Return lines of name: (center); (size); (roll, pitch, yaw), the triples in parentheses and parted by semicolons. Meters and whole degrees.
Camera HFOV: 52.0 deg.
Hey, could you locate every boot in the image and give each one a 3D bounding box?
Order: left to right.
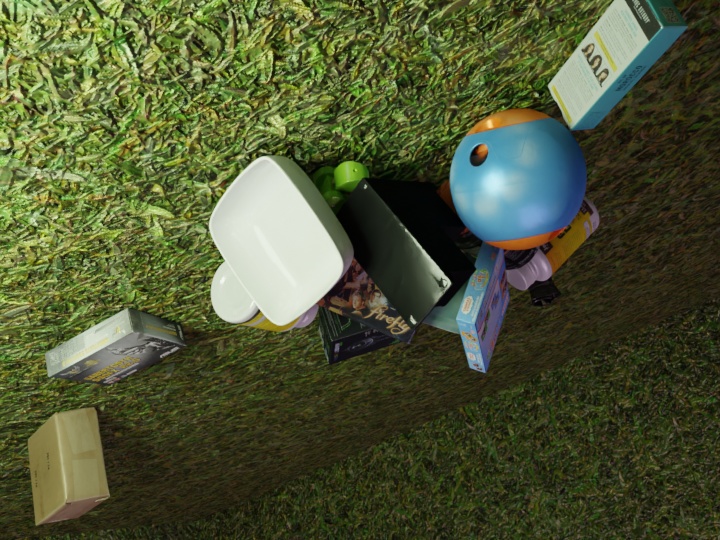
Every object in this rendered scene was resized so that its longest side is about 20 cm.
boot: (0.364, 0.014, 1.633); (0.197, 0.134, 0.070); (-4, 155, -34)

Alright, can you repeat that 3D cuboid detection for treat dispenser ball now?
treat dispenser ball: (0.229, -0.132, 1.084); (0.197, 0.204, 0.202); (-17, 158, -7)

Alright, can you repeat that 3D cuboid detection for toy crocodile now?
toy crocodile: (-0.055, -0.084, 1.093); (0.061, 0.068, 0.201); (13, 132, -30)

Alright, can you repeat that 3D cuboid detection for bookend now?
bookend: (0.090, -0.031, 1.071); (0.198, 0.200, 0.093); (-7, 142, -55)

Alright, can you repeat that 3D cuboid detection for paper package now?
paper package: (-0.657, 0.439, 1.652); (0.102, 0.204, 0.190); (4, 149, -44)

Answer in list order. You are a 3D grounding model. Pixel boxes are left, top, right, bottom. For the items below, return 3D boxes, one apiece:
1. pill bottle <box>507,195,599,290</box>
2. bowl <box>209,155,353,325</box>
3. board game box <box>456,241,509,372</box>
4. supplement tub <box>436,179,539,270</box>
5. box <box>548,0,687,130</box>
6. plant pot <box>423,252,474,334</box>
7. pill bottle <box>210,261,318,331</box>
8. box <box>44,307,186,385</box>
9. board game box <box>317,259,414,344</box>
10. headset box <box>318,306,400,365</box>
pill bottle: (0.349, -0.059, 1.392); (0.200, 0.109, 0.110); (-44, 162, -13)
bowl: (-0.105, -0.047, 1.037); (0.199, 0.201, 0.074); (-39, 177, 41)
board game box: (0.210, 0.062, 1.240); (0.036, 0.154, 0.201); (13, 155, 22)
supplement tub: (0.217, -0.083, 1.273); (0.122, 0.125, 0.198); (-33, 144, 31)
box: (0.336, -0.283, 0.988); (0.048, 0.084, 0.201); (-9, 156, -26)
plant pot: (0.131, 0.021, 1.321); (0.196, 0.137, 0.200); (18, -177, -1)
pill bottle: (-0.158, 0.047, 1.288); (0.110, 0.113, 0.199); (-29, 156, 23)
box: (-0.445, 0.145, 1.353); (0.197, 0.049, 0.158); (-27, 158, 15)
board game box: (0.014, 0.015, 1.171); (0.197, 0.035, 0.138); (23, 107, -5)
headset box: (0.013, 0.113, 1.613); (0.196, 0.094, 0.175); (-16, 158, -12)
